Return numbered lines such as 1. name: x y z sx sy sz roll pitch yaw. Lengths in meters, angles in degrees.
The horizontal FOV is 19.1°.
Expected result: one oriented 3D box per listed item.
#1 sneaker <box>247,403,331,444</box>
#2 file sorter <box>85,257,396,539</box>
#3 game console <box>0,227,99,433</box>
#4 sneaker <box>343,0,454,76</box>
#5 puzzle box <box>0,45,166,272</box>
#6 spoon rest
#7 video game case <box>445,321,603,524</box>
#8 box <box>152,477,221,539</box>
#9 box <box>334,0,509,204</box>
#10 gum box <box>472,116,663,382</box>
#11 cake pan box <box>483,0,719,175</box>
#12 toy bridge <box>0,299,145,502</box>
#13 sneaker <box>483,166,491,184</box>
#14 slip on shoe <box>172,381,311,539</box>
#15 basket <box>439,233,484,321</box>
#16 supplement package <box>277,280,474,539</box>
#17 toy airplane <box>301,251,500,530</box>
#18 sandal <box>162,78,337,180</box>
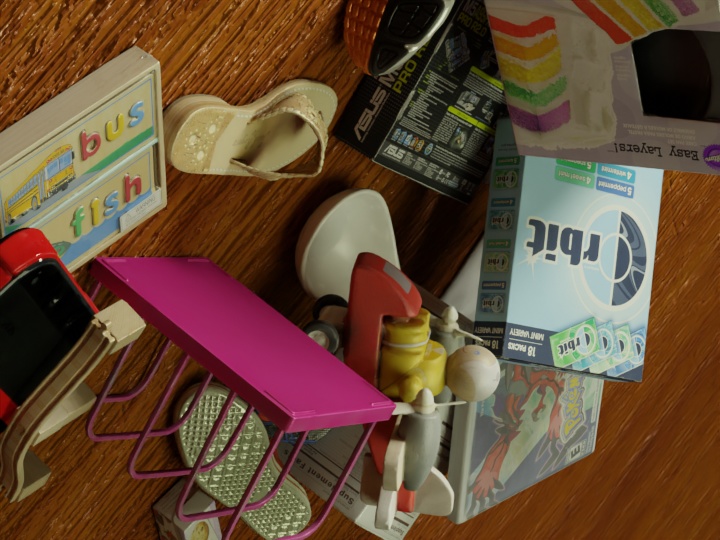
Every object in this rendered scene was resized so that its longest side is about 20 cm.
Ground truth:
1. sneaker: -0.058 0.102 1.750 0.076 0.078 0.200 -51 153 -8
2. file sorter: -0.107 0.096 1.531 0.139 0.199 0.126 0 122 -59
3. game console: -0.252 0.062 1.393 0.177 0.031 0.200 -43 163 -8
4. sneaker: 0.064 -0.230 1.607 0.201 0.075 0.092 -58 158 4
5. puzzle box: -0.206 -0.047 1.400 0.200 0.025 0.134 -39 147 -32
6. spoon rest: 0.000 0.000 1.759 0.100 0.060 0.200 -52 154 -10
7. video game case: 0.152 0.108 1.884 0.181 0.023 0.202 -23 131 -37
8. box: -0.138 0.252 1.822 0.041 0.039 0.201 -42 149 -26
9. box: 0.074 -0.149 1.741 0.161 0.044 0.200 -61 154 6
10. gum box: 0.177 -0.015 1.810 0.169 0.044 0.202 11 83 -39
11. cake pan box: 0.196 -0.161 1.575 0.052 0.198 0.185 -57 144 -38
12. toy bridge: -0.212 0.096 1.471 0.067 0.027 0.200 -33 164 -48
13. sneaker: 0.186 -0.131 1.914 0.199 0.080 0.084 -28 136 -44
14. slip on shoe: -0.103 0.152 1.759 0.074 0.061 0.200 -35 138 0
15. basket: 0.158 0.052 1.999 0.201 0.135 0.123 -56 155 0
16. supplement package: 0.030 0.122 1.882 0.201 0.113 0.109 -55 152 -2
17. toy airplane: 0.046 0.105 1.694 0.140 0.202 0.199 -13 151 13
18. sandal: -0.061 -0.088 1.550 0.211 0.069 0.078 -9 127 -56
